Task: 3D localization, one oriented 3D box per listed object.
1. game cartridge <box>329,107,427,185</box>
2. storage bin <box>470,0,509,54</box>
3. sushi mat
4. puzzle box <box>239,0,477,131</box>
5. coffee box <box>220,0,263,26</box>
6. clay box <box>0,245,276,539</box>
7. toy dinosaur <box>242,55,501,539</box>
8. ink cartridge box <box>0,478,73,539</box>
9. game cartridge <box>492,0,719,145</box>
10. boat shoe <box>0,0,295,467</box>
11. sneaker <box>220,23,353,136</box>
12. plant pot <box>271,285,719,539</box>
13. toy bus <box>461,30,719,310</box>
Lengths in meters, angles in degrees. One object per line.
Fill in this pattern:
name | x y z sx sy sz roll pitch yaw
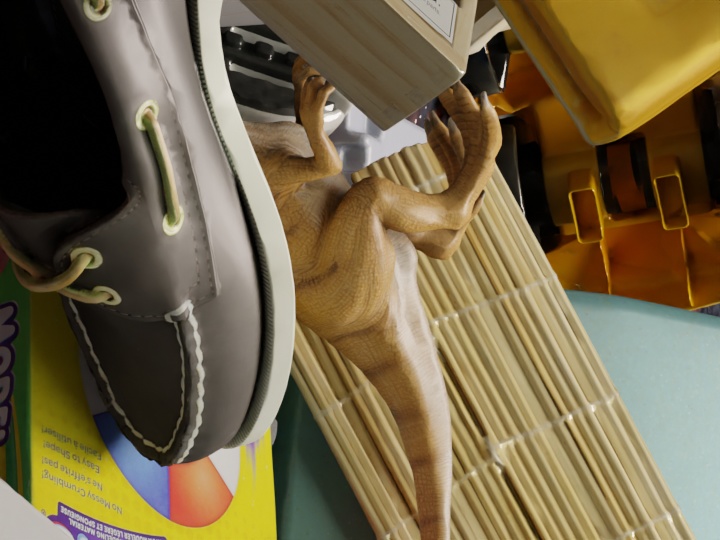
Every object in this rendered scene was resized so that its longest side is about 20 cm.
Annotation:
game cartridge | 0.005 0.043 1.013 0.133 0.041 0.200 19 74 -64
storage bin | 0.067 -0.190 0.819 0.200 0.094 0.199 150 -76 -77
sushi mat | 0.042 0.059 0.816 0.200 0.096 0.012 62 -21 2
puzzle box | -0.045 -0.135 0.558 0.200 0.025 0.133 42 33 -24
coffee box | -0.027 -0.176 0.752 0.080 0.114 0.200 -7 89 -29
clay box | -0.070 0.049 0.714 0.115 0.048 0.200 36 41 -50
toy dinosaur | 0.000 0.000 0.781 0.106 0.060 0.200 -40 112 -14
ink cartridge box | -0.090 0.122 0.540 0.200 0.145 0.084 45 46 -29
game cartridge | 0.093 -0.158 0.702 0.176 0.200 0.032 56 -15 -2
boat shoe | -0.064 -0.031 0.624 0.061 0.072 0.201 -35 132 -34
sneaker | -0.033 -0.080 0.881 0.200 0.075 0.081 -72 -177 -54
plant pot | 0.039 0.080 0.891 0.200 0.141 0.141 15 73 -29
toy bus | 0.112 -0.106 1.171 0.192 0.136 0.200 -80 158 -57
